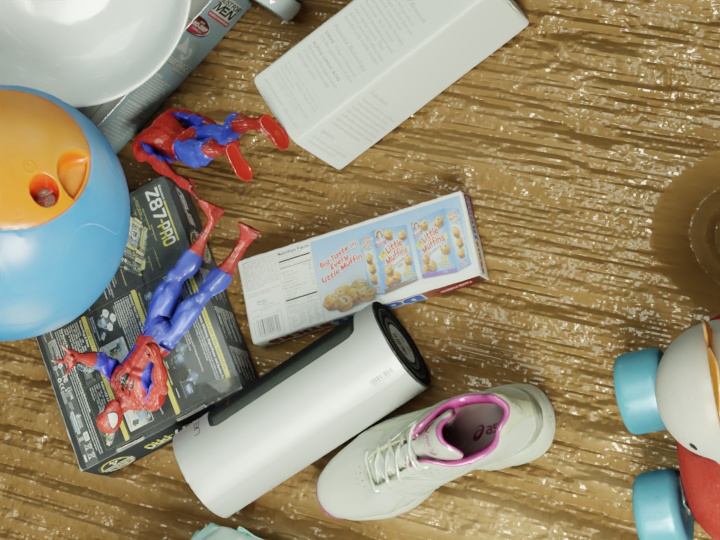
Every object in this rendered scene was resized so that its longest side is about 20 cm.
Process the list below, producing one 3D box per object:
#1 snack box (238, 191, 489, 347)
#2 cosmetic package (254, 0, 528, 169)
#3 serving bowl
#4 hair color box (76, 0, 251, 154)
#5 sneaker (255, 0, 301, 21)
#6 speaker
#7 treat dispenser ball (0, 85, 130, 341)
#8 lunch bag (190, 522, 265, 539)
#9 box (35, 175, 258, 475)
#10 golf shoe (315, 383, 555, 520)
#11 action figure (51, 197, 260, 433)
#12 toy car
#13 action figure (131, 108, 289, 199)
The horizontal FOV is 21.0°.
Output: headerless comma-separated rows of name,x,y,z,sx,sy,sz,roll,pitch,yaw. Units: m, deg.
snack box,0.000,0.000,1.555,0.199,0.024,0.072,-17,73,18
cosmetic package,0.025,-0.174,1.539,0.200,0.102,0.074,-38,70,10
serving bowl,-0.237,-0.237,1.574,0.199,0.066,0.201,-3,111,-7
hair color box,-0.199,-0.191,1.653,0.200,0.061,0.099,-47,68,8
sneaker,-0.109,-0.291,1.631,0.071,0.073,0.200,-46,68,8
speaker,-0.048,0.111,1.522,0.200,0.081,0.081,-34,69,13
treat dispenser ball,-0.281,-0.045,1.530,0.200,0.201,0.202,-4,78,21
lunch bag,-0.081,0.304,1.476,0.170,0.122,0.201,14,77,26
box,-0.188,0.046,1.608,0.161,0.049,0.201,-29,70,16
golf shoe,0.046,0.134,1.474,0.199,0.091,0.076,-26,73,17
action figure,-0.164,0.037,1.525,0.065,0.099,0.201,30,93,24
toy car,0.258,0.104,1.335,0.184,0.200,0.178,-12,75,20
action figure,-0.132,-0.100,1.575,0.065,0.052,0.200,-47,29,-20
